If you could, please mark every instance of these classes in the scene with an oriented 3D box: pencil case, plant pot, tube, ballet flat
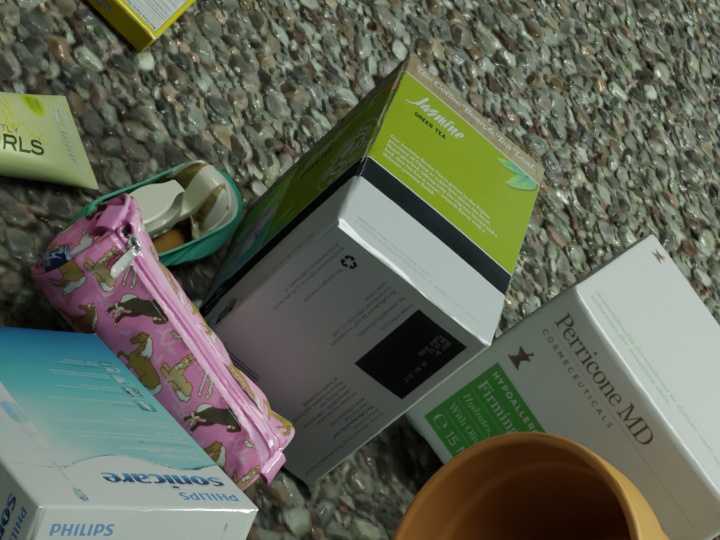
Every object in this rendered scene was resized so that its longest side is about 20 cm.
[{"bbox_3d":[-0.123,0.053,1.273,0.201,0.083,0.087,56,4,-13],"label":"pencil case"},{"bbox_3d":[0.129,0.218,1.288,0.140,0.199,0.201,28,42,-46],"label":"plant pot"},{"bbox_3d":[-0.258,-0.094,1.317,0.199,0.052,0.059,5,97,-48],"label":"tube"},{"bbox_3d":[-0.129,-0.038,1.379,0.068,0.070,0.200,53,38,4],"label":"ballet flat"}]

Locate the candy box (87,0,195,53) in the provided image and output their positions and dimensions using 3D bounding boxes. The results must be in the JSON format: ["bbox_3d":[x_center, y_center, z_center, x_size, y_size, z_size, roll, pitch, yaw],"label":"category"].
[{"bbox_3d":[-0.208,-0.260,1.514,0.200,0.026,0.102,45,41,-7],"label":"candy box"}]

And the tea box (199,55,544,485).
[{"bbox_3d":[0.000,0.000,1.371,0.133,0.200,0.197,39,38,-13],"label":"tea box"}]

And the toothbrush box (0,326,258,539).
[{"bbox_3d":[-0.175,0.113,1.129,0.146,0.086,0.200,7,23,-42],"label":"toothbrush box"}]

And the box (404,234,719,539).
[{"bbox_3d":[0.179,0.114,1.457,0.200,0.171,0.200,55,26,5],"label":"box"}]
